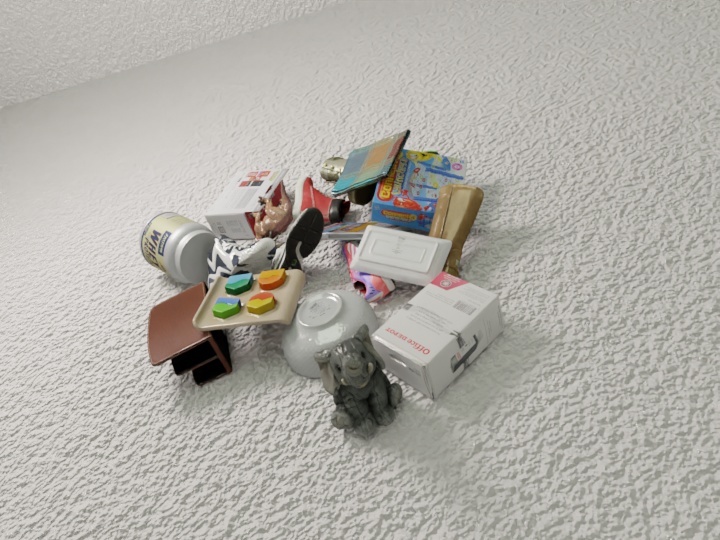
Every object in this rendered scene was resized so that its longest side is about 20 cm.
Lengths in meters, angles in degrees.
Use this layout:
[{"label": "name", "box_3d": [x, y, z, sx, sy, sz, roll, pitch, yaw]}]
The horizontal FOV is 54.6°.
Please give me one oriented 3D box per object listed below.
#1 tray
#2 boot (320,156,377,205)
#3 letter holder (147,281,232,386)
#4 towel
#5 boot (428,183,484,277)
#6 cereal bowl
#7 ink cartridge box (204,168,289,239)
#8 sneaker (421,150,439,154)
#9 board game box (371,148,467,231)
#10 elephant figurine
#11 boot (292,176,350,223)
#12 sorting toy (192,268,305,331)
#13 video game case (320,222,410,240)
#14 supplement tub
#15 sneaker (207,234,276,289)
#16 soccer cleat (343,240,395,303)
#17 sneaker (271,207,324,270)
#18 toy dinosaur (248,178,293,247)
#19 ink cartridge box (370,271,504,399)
[{"label": "tray", "box_3d": [0.077, -0.035, 1.394, 0.196, 0.022, 0.109, 12, 65, 28]}, {"label": "boot", "box_3d": [-0.034, -0.228, 1.746, 0.151, 0.074, 0.201, 11, 33, 18]}, {"label": "letter holder", "box_3d": [-0.356, 0.142, 1.439, 0.139, 0.102, 0.201, -25, 35, -2]}, {"label": "towel", "box_3d": [0.021, -0.248, 1.609, 0.198, 0.022, 0.149, -13, 44, 48]}, {"label": "boot", "box_3d": [0.152, -0.082, 1.444, 0.171, 0.066, 0.204, 11, 69, 21]}, {"label": "cereal bowl", "box_3d": [-0.066, 0.106, 1.350, 0.195, 0.085, 0.202, -14, 37, 10]}, {"label": "ink cartridge box", "box_3d": [-0.281, -0.176, 1.828, 0.172, 0.085, 0.202, -1, 40, 27]}, {"label": "sneaker", "box_3d": [0.142, -0.219, 1.694, 0.083, 0.078, 0.200, 31, 54, 18]}, {"label": "board game box", "box_3d": [0.135, -0.182, 1.571, 0.191, 0.057, 0.203, 10, 49, 5]}, {"label": "elephant figurine", "box_3d": [-0.009, 0.159, 1.146, 0.152, 0.203, 0.142, 8, 43, 34]}, {"label": "boot", "box_3d": [-0.093, -0.177, 1.753, 0.140, 0.074, 0.202, -9, 38, 6]}, {"label": "sorting toy", "box_3d": [-0.220, 0.051, 1.397, 0.194, 0.037, 0.186, -3, 30, 10]}, {"label": "video game case", "box_3d": [0.000, -0.090, 1.576, 0.195, 0.018, 0.142, 1, 14, 28]}, {"label": "supplement tub", "box_3d": [-0.433, -0.054, 1.692, 0.145, 0.147, 0.198, -41, 39, -26]}, {"label": "sneaker", "box_3d": [-0.281, -0.046, 1.585, 0.198, 0.079, 0.132, -39, 59, 29]}, {"label": "soccer cleat", "box_3d": [0.000, 0.000, 1.473, 0.073, 0.069, 0.200, -37, 38, -7]}, {"label": "sneaker", "box_3d": [-0.154, -0.060, 1.550, 0.204, 0.074, 0.115, -64, 30, 12]}, {"label": "toy dinosaur", "box_3d": [-0.203, -0.106, 1.656, 0.202, 0.085, 0.136, -57, 39, 11]}, {"label": "ink cartridge box", "box_3d": [0.138, 0.110, 1.236, 0.199, 0.086, 0.144, -37, 38, -25]}]
